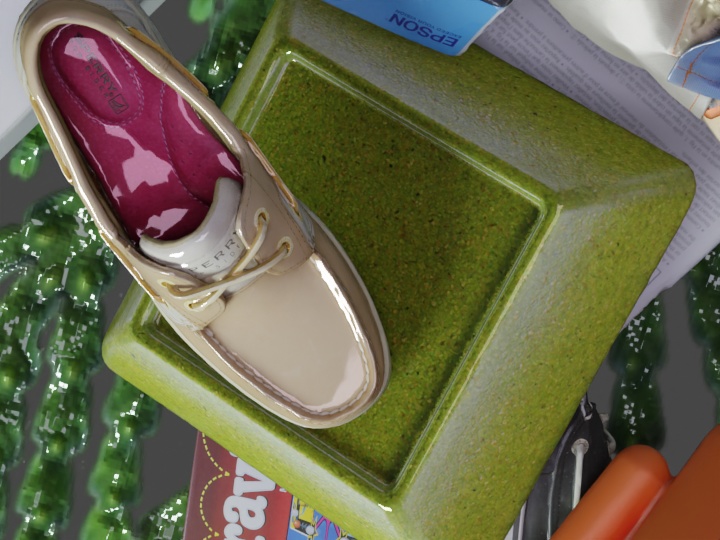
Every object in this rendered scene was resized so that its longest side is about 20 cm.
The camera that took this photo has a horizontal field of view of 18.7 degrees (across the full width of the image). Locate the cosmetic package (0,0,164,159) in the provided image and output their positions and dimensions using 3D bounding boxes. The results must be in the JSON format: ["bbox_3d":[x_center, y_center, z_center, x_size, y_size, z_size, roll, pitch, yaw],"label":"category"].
[{"bbox_3d":[-0.118,-0.126,0.872,0.200,0.113,0.081,-43,96,4],"label":"cosmetic package"}]

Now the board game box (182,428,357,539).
[{"bbox_3d":[-0.022,0.095,0.935,0.103,0.019,0.200,10,98,15],"label":"board game box"}]

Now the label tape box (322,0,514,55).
[{"bbox_3d":[0.020,-0.175,0.761,0.143,0.200,0.066,23,55,-12],"label":"label tape box"}]

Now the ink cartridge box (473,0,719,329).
[{"bbox_3d":[0.095,-0.073,0.918,0.163,0.057,0.200,42,117,-5],"label":"ink cartridge box"}]

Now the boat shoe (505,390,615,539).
[{"bbox_3d":[0.070,0.076,0.921,0.064,0.071,0.200,4,102,-23],"label":"boat shoe"}]

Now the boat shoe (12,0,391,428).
[{"bbox_3d":[-0.061,-0.017,0.802,0.074,0.069,0.200,-38,100,6],"label":"boat shoe"}]

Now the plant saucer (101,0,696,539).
[{"bbox_3d":[0.000,0.000,0.873,0.200,0.048,0.200,32,101,22],"label":"plant saucer"}]

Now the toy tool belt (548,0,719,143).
[{"bbox_3d":[0.163,-0.129,0.780,0.123,0.125,0.200,48,131,17],"label":"toy tool belt"}]

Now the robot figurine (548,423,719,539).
[{"bbox_3d":[0.154,0.137,0.865,0.144,0.117,0.200,45,65,-13],"label":"robot figurine"}]
